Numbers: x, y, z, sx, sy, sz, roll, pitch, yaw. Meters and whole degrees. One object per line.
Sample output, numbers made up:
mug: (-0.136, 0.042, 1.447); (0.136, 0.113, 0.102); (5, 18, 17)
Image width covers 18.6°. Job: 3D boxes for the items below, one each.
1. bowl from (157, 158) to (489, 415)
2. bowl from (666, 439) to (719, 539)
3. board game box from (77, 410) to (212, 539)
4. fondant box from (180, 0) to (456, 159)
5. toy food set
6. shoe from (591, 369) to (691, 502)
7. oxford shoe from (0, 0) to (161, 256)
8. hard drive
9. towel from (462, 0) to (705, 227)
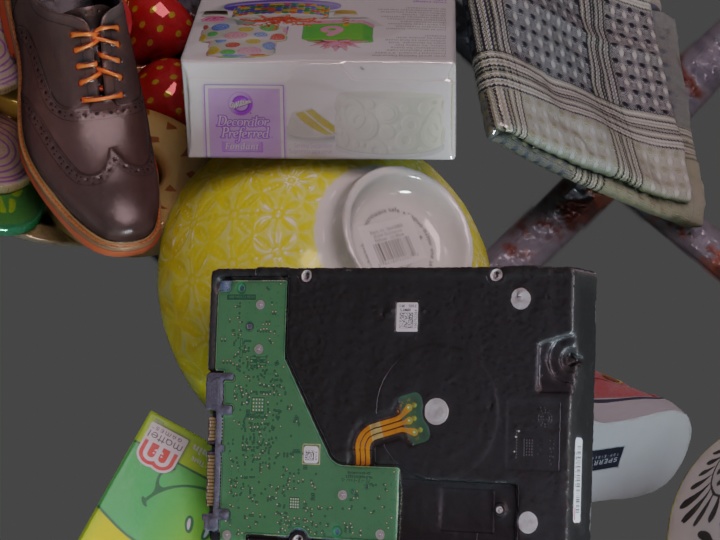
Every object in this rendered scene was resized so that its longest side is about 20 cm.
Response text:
bowl: (0.000, 0.000, 1.187); (0.199, 0.108, 0.201); (12, 64, -26)
bowl: (0.279, 0.154, 1.221); (0.199, 0.094, 0.202); (7, 59, -12)
board game box: (-0.110, 0.181, 1.114); (0.101, 0.048, 0.201); (28, 57, -1)
fondant box: (-0.018, -0.122, 1.228); (0.143, 0.059, 0.200); (0, 23, 2)
toy food set: (-0.171, -0.100, 1.253); (0.197, 0.049, 0.201); (13, 59, -10)
shoe: (0.085, 0.081, 1.175); (0.199, 0.072, 0.091); (2, 22, -47)
oxford shoe: (-0.152, -0.102, 1.189); (0.071, 0.073, 0.201); (-12, 66, -23)
hard drive: (0.017, 0.068, 1.071); (0.199, 0.038, 0.141); (-1, 85, 27)
towel: (0.135, -0.136, 1.326); (0.199, 0.034, 0.194); (20, 52, -41)
